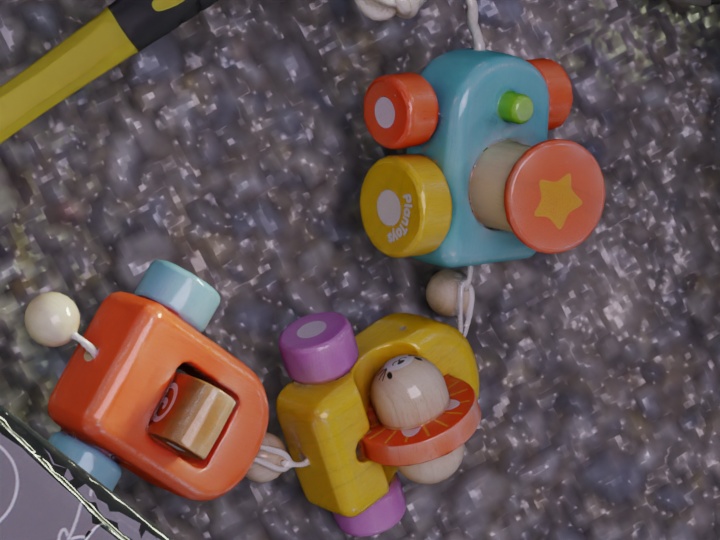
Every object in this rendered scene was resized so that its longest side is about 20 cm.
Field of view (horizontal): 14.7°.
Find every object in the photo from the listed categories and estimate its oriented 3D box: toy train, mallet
[{"bbox_3d":[0.000,0.000,0.801,0.150,0.056,0.200,44,72,-40],"label":"toy train"},{"bbox_3d":[-0.068,-0.056,0.796,0.200,0.041,0.066,-27,99,4],"label":"mallet"}]

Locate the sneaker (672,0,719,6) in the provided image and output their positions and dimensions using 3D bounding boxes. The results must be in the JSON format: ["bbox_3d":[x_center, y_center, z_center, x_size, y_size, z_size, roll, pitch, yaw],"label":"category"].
[{"bbox_3d":[0.108,-0.182,0.856,0.074,0.087,0.201,2,87,-17],"label":"sneaker"}]

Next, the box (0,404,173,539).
[{"bbox_3d":[-0.112,0.145,0.681,0.132,0.115,0.200,39,79,-11],"label":"box"}]
